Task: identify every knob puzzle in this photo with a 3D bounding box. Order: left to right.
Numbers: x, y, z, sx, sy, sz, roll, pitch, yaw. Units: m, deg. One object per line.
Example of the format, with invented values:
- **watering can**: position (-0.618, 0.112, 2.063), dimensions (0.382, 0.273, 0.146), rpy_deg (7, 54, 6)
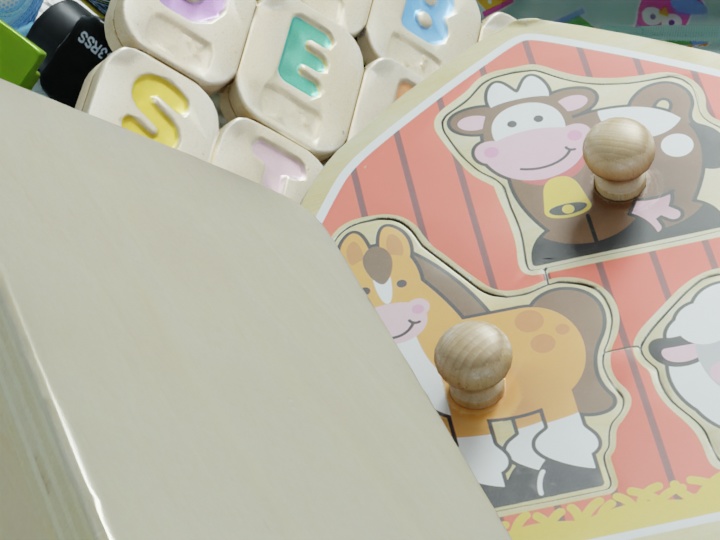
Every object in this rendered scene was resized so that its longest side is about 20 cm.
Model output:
- **knob puzzle**: position (0.064, -0.006, 0.649), dimensions (0.220, 0.219, 0.031), rpy_deg (46, -22, 38)

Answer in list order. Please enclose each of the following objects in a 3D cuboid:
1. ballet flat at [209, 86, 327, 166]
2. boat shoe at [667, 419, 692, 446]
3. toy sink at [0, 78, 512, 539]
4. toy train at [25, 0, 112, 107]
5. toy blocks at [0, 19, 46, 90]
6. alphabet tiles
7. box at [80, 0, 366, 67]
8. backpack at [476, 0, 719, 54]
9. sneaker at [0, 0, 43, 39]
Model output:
- **ballet flat**: position (0.000, 0.000, 0.771), dimensions (0.200, 0.072, 0.072), rpy_deg (36, 12, -32)
- **boat shoe**: position (0.135, 0.069, 0.699), dimensions (0.199, 0.093, 0.075), rpy_deg (-13, 65, -42)
- **toy sink**: position (-0.056, 0.063, 0.547), dimensions (0.130, 0.112, 0.200), rpy_deg (22, 24, -37)
- **toy train**: position (-0.042, -0.033, 0.930), dimensions (0.200, 0.085, 0.114), rpy_deg (39, 7, 18)
- **toy blocks**: position (-0.129, -0.035, 0.764), dimensions (0.200, 0.100, 0.137), rpy_deg (36, 4, 8)
- **alphabet tiles**: position (0.007, -0.018, 0.717), dimensions (0.200, 0.015, 0.196), rpy_deg (30, 52, -22)
- **box**: position (-0.030, -0.099, 1.018), dimensions (0.200, 0.049, 0.160), rpy_deg (20, -15, 43)
- **backpack**: position (0.123, -0.069, 0.906), dimensions (0.175, 0.154, 0.200), rpy_deg (0, 7, 20)
- **sneaker**: position (-0.203, -0.155, 0.946), dimensions (0.200, 0.090, 0.078), rpy_deg (33, 15, 0)
